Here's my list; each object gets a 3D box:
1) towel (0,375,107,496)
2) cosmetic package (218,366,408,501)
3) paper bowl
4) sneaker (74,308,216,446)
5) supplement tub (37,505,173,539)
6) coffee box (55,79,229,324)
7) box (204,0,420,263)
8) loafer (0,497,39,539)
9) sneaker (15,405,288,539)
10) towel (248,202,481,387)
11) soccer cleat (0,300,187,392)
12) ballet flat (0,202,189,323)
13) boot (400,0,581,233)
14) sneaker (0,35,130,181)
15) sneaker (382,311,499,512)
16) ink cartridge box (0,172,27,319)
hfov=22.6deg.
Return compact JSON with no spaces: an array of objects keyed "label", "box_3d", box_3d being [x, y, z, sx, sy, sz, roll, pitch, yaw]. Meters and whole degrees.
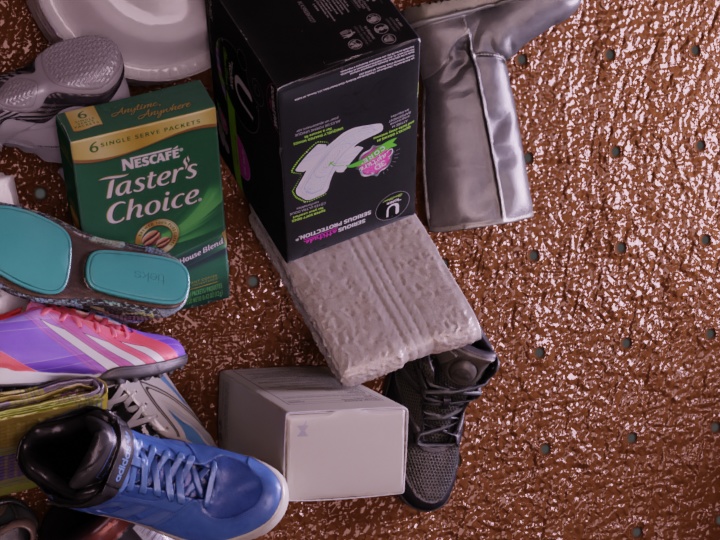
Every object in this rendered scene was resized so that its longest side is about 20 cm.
[{"label":"towel","box_3d":[-0.270,0.135,1.404,0.143,0.200,0.023,-13,69,-16]},{"label":"cosmetic package","box_3d":[-0.043,0.129,1.466,0.105,0.200,0.071,-1,97,-18]},{"label":"paper bowl","box_3d":[-0.171,-0.252,1.459,0.200,0.104,0.202,-1,94,-19]},{"label":"sneaker","box_3d":[-0.185,0.112,1.473,0.072,0.073,0.200,-35,111,11]},{"label":"supplement tub","box_3d":[-0.166,0.256,1.475,0.107,0.107,0.200,-43,115,-12]},{"label":"coffee box","box_3d":[-0.171,-0.049,1.444,0.122,0.044,0.201,-14,132,-17]},{"label":"box","box_3d":[-0.038,-0.137,1.438,0.124,0.149,0.200,-20,142,-17]},{"label":"loafer","box_3d":[-0.336,0.266,1.447,0.072,0.063,0.200,44,79,-15]},{"label":"sneaker","box_3d":[-0.159,0.153,1.336,0.199,0.111,0.077,9,74,17]},{"label":"towel","box_3d":[0.000,0.000,1.512,0.132,0.035,0.200,-19,61,-17]},{"label":"soccer cleat","box_3d":[-0.227,0.055,1.393,0.199,0.068,0.074,-2,86,-27]},{"label":"ballet flat","box_3d":[-0.230,0.000,1.389,0.199,0.074,0.075,20,86,-28]},{"label":"boot","box_3d":[0.128,-0.144,1.581,0.181,0.073,0.201,-13,90,-4]},{"label":"sneaker","box_3d":[-0.267,-0.111,1.441,0.199,0.075,0.115,-14,134,11]},{"label":"sneaker","box_3d":[0.066,0.114,1.551,0.076,0.114,0.200,5,93,-17]},{"label":"ink cartridge box","box_3d":[-0.333,0.031,1.426,0.145,0.084,0.201,-11,96,-20]}]
